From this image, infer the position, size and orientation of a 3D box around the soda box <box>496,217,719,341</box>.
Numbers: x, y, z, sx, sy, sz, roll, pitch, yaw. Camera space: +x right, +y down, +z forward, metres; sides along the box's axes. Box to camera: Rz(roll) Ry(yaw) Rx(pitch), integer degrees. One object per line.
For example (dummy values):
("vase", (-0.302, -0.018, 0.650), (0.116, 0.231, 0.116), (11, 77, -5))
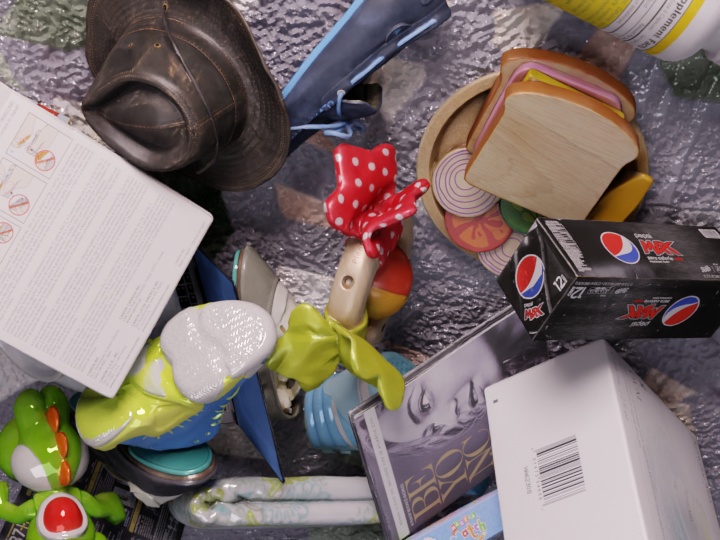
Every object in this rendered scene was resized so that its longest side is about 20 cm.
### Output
("soda box", (0.205, 0.008, 0.945), (0.197, 0.064, 0.071), (2, 134, -34))

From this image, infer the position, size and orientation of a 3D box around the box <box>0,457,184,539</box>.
("box", (-0.247, 0.239, 1.157), (0.159, 0.201, 0.050), (24, 116, -10))

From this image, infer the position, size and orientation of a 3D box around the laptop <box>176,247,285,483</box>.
("laptop", (-0.164, 0.080, 1.064), (0.196, 0.116, 0.190), (-6, 114, 14))

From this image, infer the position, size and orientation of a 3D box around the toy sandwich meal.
("toy sandwich meal", (0.136, -0.069, 0.953), (0.201, 0.071, 0.208), (4, 126, 6))

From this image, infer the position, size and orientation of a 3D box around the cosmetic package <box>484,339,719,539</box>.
("cosmetic package", (0.213, 0.203, 1.028), (0.122, 0.202, 0.200), (-25, 137, 24))

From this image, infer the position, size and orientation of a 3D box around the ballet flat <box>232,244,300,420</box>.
("ballet flat", (-0.076, 0.057, 1.086), (0.062, 0.068, 0.202), (5, 133, 4))

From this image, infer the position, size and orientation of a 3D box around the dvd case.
("dvd case", (0.087, 0.128, 1.060), (0.198, 0.016, 0.150), (-31, 127, -21))

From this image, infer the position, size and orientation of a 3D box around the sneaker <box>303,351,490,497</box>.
("sneaker", (0.026, 0.149, 1.135), (0.129, 0.080, 0.200), (-15, 133, 36))

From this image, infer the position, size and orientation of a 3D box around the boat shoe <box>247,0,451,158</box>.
("boat shoe", (-0.012, -0.138, 0.918), (0.068, 0.084, 0.200), (40, 125, -6))

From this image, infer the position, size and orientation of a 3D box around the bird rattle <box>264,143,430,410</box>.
("bird rattle", (0.000, 0.000, 0.977), (0.111, 0.163, 0.204), (10, 96, 13))

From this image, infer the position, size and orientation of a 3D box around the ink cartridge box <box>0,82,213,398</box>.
("ink cartridge box", (-0.230, -0.022, 0.917), (0.199, 0.050, 0.163), (32, 85, -24))

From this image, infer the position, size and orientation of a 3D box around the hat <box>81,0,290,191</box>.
("hat", (-0.151, -0.123, 0.913), (0.199, 0.081, 0.203), (26, 139, 24))

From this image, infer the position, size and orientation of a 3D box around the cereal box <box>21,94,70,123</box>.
("cereal box", (-0.340, -0.112, 0.954), (0.198, 0.145, 0.040), (26, 126, -10))

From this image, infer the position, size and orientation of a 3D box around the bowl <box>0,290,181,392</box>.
("bowl", (-0.249, 0.029, 1.026), (0.199, 0.090, 0.204), (22, 132, 27))

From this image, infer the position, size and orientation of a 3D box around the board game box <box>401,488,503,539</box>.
("board game box", (0.056, 0.256, 1.122), (0.037, 0.150, 0.200), (61, 149, 10))

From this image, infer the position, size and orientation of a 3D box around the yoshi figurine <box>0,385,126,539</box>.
("yoshi figurine", (-0.264, 0.202, 1.048), (0.110, 0.112, 0.204), (-12, 82, 18))

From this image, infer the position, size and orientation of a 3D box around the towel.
("towel", (-0.070, 0.211, 1.129), (0.196, 0.049, 0.171), (2, 166, -16))

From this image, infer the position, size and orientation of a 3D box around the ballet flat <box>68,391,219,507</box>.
("ballet flat", (-0.189, 0.164, 1.083), (0.198, 0.073, 0.074), (19, 138, 42))

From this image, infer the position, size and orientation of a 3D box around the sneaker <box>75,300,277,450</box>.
("sneaker", (-0.130, 0.088, 0.990), (0.198, 0.077, 0.105), (-26, 153, 24))

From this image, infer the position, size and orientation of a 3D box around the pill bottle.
("pill bottle", (0.191, -0.208, 0.819), (0.197, 0.112, 0.112), (24, 126, -10))
